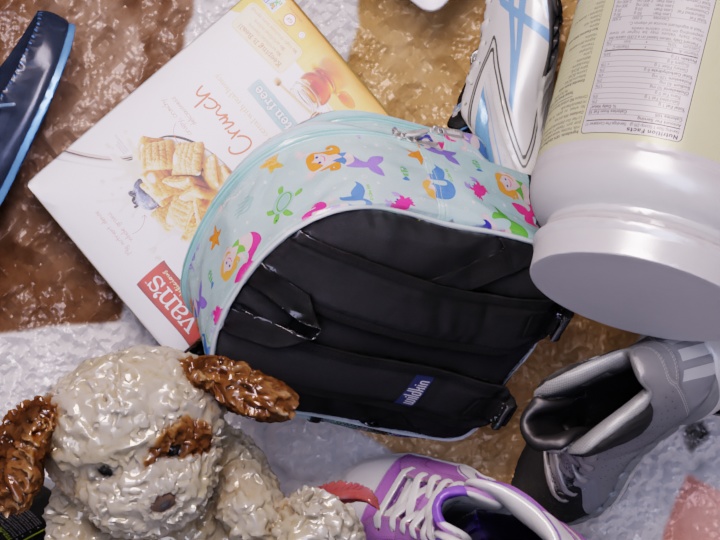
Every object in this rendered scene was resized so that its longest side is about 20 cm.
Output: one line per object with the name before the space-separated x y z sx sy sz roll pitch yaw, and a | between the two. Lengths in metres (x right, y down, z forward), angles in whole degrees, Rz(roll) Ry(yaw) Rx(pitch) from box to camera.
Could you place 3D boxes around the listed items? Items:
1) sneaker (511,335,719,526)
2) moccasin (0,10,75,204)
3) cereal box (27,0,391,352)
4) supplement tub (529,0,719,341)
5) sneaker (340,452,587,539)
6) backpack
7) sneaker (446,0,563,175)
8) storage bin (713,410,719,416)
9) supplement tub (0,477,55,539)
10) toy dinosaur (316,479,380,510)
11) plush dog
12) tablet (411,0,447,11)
sneaker | 0.120 0.093 1.304 0.200 0.115 0.075 -49 62 41
moccasin | -0.240 -0.072 1.370 0.068 0.080 0.201 28 89 -10
cereal box | -0.084 -0.062 1.388 0.200 0.040 0.144 -41 89 0
supplement tub | 0.173 -0.077 1.224 0.144 0.145 0.201 15 73 1
sneaker | 0.051 0.138 1.312 0.200 0.114 0.073 17 73 37
backpack | 0.000 0.000 1.293 0.199 0.151 0.178 7 130 -33
sneaker | 0.088 -0.121 1.372 0.072 0.072 0.201 1 86 9
storage bin | 0.245 -0.019 1.355 0.134 0.094 0.201 -6 88 1
supplement tub | -0.232 0.188 1.301 0.122 0.200 0.123 1 94 13
toy dinosaur | -0.102 0.211 1.329 0.105 0.200 0.182 35 49 -3
plush dog | -0.113 0.112 1.244 0.199 0.161 0.172 -19 132 -9
tablet | 0.061 -0.266 1.377 0.130 0.014 0.200 39 85 19
